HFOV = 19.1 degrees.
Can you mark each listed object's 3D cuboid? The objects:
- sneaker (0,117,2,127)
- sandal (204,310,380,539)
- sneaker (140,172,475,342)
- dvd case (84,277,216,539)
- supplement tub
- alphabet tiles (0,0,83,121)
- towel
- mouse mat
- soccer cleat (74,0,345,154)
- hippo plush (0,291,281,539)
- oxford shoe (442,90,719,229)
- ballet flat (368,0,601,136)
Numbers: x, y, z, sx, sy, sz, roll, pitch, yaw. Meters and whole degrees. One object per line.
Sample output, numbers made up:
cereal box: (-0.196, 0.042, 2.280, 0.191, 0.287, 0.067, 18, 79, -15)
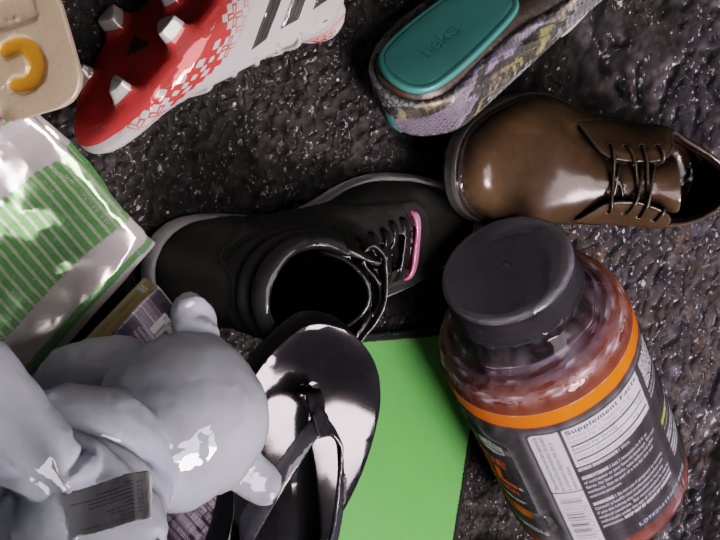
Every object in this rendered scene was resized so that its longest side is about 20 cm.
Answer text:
sneaker: (-0.181, -0.044, 0.880, 0.070, 0.082, 0.201, -12, 114, -35)
sandal: (-0.036, 0.119, 0.998, 0.076, 0.043, 0.201, 14, 97, -32)
sneaker: (0.000, 0.000, 1.059, 0.199, 0.099, 0.071, -10, 111, -37)
dvd case: (-0.136, 0.119, 1.037, 0.200, 0.016, 0.149, -47, 137, -13)
supplement tub: (0.106, 0.061, 1.147, 0.107, 0.107, 0.200, -44, 137, -17)
alphabet tiles: (-0.185, -0.144, 0.819, 0.199, 0.015, 0.197, -16, 92, 7)
towel: (-0.194, -0.022, 0.946, 0.153, 0.023, 0.200, -50, 130, -12)
mouse mat: (-0.004, 0.129, 1.167, 0.160, 0.008, 0.201, -4, 110, -38)
soccer cleat: (-0.053, -0.120, 0.994, 0.200, 0.068, 0.085, -53, 127, -16)
hippo plush: (-0.116, 0.064, 0.904, 0.161, 0.199, 0.160, -42, 114, -47)
oxford shoe: (0.126, -0.056, 1.137, 0.199, 0.084, 0.073, -4, 101, -43)
ballet flat: (0.080, -0.138, 1.103, 0.200, 0.072, 0.072, -41, 128, -19)
